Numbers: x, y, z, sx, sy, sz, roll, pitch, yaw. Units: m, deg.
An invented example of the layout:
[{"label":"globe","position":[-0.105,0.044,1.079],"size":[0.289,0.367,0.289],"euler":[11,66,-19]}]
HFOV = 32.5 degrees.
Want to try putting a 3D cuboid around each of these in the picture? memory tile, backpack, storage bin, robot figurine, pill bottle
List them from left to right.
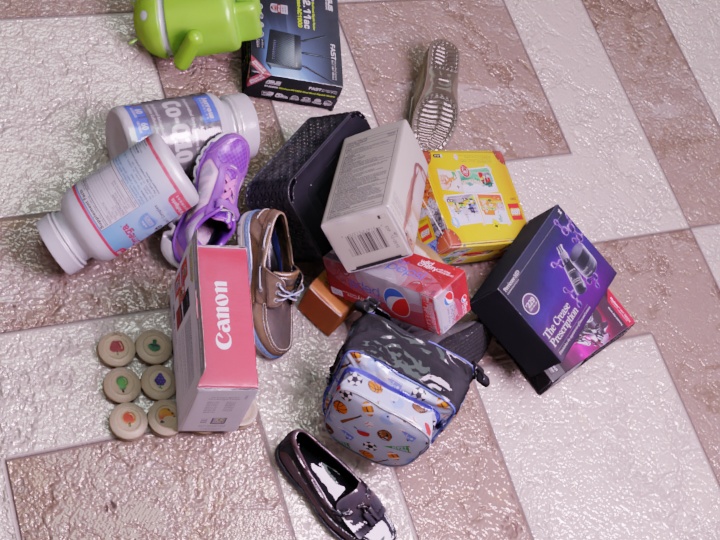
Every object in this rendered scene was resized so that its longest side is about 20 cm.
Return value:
[{"label":"pill bottle","position":[-0.320,-0.083,1.624],"size":[0.199,0.109,0.109],"euler":[-33,74,-2]},{"label":"memory tile","position":[-0.239,0.144,1.614],"size":[0.197,0.017,0.155],"euler":[-3,62,-23]},{"label":"pill bottle","position":[-0.250,-0.189,1.747],"size":[0.197,0.114,0.115],"euler":[-14,66,-27]},{"label":"robot figurine","position":[-0.248,-0.379,1.841],"size":[0.196,0.116,0.178],"euler":[-6,61,2]},{"label":"storage bin","position":[-0.055,-0.118,1.754],"size":[0.201,0.093,0.136],"euler":[-51,124,-35]},{"label":"backpack","position":[0.038,0.165,1.603],"size":[0.198,0.191,0.155],"euler":[32,60,4]}]

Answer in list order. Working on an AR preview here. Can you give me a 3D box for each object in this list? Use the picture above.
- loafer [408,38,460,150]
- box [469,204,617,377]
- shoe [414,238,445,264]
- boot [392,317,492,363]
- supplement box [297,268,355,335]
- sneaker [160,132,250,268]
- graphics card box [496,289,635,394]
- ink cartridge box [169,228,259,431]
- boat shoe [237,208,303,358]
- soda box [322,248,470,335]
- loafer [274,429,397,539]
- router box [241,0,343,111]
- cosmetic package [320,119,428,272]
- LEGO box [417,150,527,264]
[{"label":"loafer","position":[0.117,-0.265,1.964],"size":[0.075,0.068,0.203],"euler":[16,72,-9]},{"label":"box","position":[0.260,0.026,1.753],"size":[0.141,0.079,0.200],"euler":[45,52,-7]},{"label":"shoe","position":[0.070,-0.015,1.700],"size":[0.053,0.070,0.200],"euler":[-37,58,-5]},{"label":"boot","position":[0.101,0.085,1.742],"size":[0.130,0.071,0.199],"euler":[24,21,27]},{"label":"supplement box","position":[0.000,0.000,1.760],"size":[0.069,0.067,0.200],"euler":[40,56,5]},{"label":"sneaker","position":[-0.194,-0.092,1.684],"size":[0.080,0.088,0.203],"euler":[31,77,-35]},{"label":"graphics card box","position":[0.302,0.082,1.837],"size":[0.199,0.051,0.126],"euler":[-29,74,-31]},{"label":"ink cartridge box","position":[-0.182,0.076,1.558],"size":[0.083,0.176,0.203],"euler":[2,61,-19]},{"label":"boat shoe","position":[-0.118,0.017,1.660],"size":[0.072,0.072,0.203],"euler":[-13,93,-48]},{"label":"soda box","position":[0.047,0.016,1.628],"size":[0.198,0.064,0.070],"euler":[21,46,38]},{"label":"loafer","position":[-0.029,0.284,1.583],"size":[0.200,0.063,0.072],"euler":[43,56,7]},{"label":"router box","position":[-0.109,-0.356,1.930],"size":[0.147,0.062,0.203],"euler":[7,59,-19]},{"label":"cosmetic package","position":[0.023,-0.101,1.646],"size":[0.088,0.102,0.201],"euler":[59,28,-32]},{"label":"LEGO box","position":[0.147,-0.093,1.813],"size":[0.198,0.077,0.151],"euler":[-5,71,-46]}]
